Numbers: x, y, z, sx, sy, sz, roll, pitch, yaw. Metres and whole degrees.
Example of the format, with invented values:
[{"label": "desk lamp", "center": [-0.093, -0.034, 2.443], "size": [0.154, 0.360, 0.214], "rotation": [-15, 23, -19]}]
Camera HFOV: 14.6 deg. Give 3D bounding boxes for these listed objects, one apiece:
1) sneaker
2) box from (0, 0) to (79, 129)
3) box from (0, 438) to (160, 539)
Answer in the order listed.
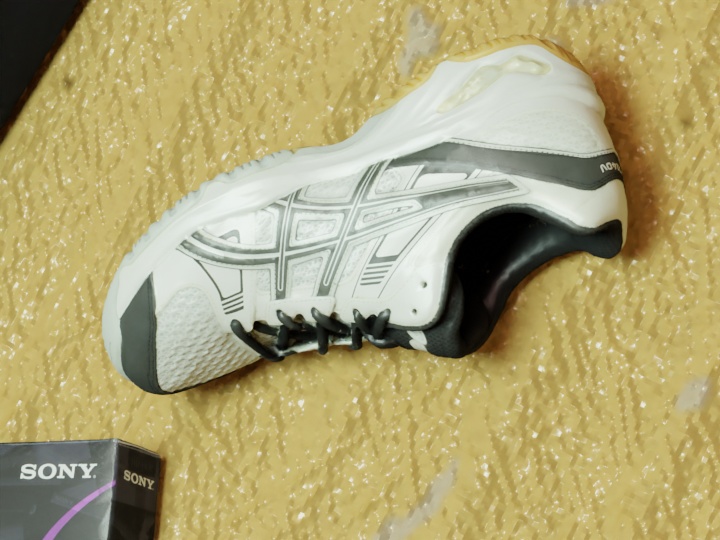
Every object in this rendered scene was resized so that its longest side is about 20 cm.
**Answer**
[{"label": "sneaker", "center": [0.000, 0.000, 0.974], "size": [0.200, 0.076, 0.088], "rotation": [-31, 62, 16]}, {"label": "box", "center": [-0.235, -0.110, 1.103], "size": [0.200, 0.123, 0.199], "rotation": [32, 91, 30]}, {"label": "box", "center": [-0.150, 0.161, 1.021], "size": [0.143, 0.036, 0.201], "rotation": [-4, 71, 26]}]
